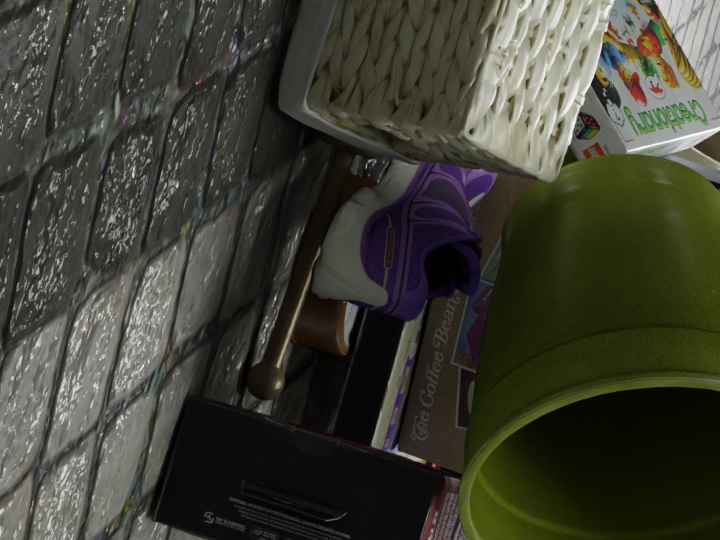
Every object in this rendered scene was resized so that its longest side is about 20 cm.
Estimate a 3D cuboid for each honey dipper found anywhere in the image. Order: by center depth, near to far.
[{"bbox_3d":[-0.026,-0.020,1.653,0.038,0.038,0.200,9,100,-78],"label":"honey dipper"}]

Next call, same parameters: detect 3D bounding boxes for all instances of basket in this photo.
[{"bbox_3d":[0.061,-0.155,1.556,0.136,0.123,0.200,21,87,-59],"label":"basket"}]

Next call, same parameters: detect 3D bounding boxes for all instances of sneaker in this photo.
[{"bbox_3d":[0.039,-0.018,1.653,0.200,0.083,0.081,-48,163,-57],"label":"sneaker"}]

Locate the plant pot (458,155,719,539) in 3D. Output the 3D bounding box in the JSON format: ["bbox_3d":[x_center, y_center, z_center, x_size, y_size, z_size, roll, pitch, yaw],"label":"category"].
[{"bbox_3d":[0.148,0.046,1.575,0.200,0.200,0.193,92,-4,-50],"label":"plant pot"}]

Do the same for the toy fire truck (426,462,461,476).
[{"bbox_3d":[0.093,0.099,2.022,0.112,0.168,0.200,-26,132,-74],"label":"toy fire truck"}]

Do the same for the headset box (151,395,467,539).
[{"bbox_3d":[-0.020,0.130,1.609,0.200,0.149,0.077,28,78,-78],"label":"headset box"}]

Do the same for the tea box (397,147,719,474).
[{"bbox_3d":[0.138,0.027,1.838,0.197,0.134,0.200,-21,127,-61],"label":"tea box"}]

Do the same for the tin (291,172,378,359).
[{"bbox_3d":[0.000,0.000,1.788,0.200,0.042,0.112,23,81,-78],"label":"tin"}]

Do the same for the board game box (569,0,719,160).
[{"bbox_3d":[0.161,-0.131,1.831,0.035,0.126,0.200,-31,174,25],"label":"board game box"}]

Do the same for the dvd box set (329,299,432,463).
[{"bbox_3d":[0.028,0.060,1.834,0.200,0.029,0.146,5,101,-77],"label":"dvd box set"}]

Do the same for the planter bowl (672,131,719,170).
[{"bbox_3d":[0.160,-0.094,2.064,0.135,0.200,0.200,-48,174,16],"label":"planter bowl"}]
